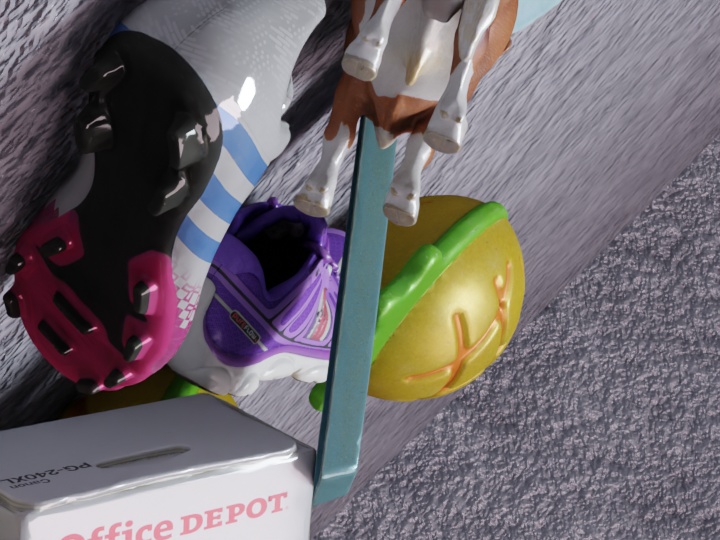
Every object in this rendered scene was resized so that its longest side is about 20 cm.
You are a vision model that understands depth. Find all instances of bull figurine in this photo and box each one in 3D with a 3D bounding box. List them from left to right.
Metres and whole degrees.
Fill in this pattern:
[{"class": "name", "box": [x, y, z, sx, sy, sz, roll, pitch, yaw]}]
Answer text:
[{"class": "bull figurine", "box": [0.024, -0.086, 0.870, 0.200, 0.065, 0.122, 103, 6, -64]}]

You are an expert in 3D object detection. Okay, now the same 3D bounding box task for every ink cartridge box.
[{"class": "ink cartridge box", "box": [-0.105, 0.163, 0.940, 0.145, 0.083, 0.201, -9, 112, -38]}]

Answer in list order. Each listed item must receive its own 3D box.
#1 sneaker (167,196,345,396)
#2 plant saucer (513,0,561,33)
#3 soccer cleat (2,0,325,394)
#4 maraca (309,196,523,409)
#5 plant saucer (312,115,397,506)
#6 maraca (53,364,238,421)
[{"class": "sneaker", "box": [-0.032, 0.005, 1.050, 0.084, 0.081, 0.200, -54, 170, 17]}, {"class": "plant saucer", "box": [0.114, -0.189, 0.979, 0.201, 0.039, 0.201, -46, 173, -7]}, {"class": "soccer cleat", "box": [-0.061, -0.027, 0.746, 0.086, 0.070, 0.200, -41, 170, -34]}, {"class": "maraca", "box": [0.030, 0.020, 1.279, 0.137, 0.107, 0.200, -57, 169, 19]}, {"class": "plant saucer", "box": [0.000, 0.000, 0.974, 0.070, 0.019, 0.201, 106, -10, -74]}, {"class": "maraca", "box": [-0.112, 0.125, 1.070, 0.137, 0.107, 0.200, -57, 173, -50]}]
